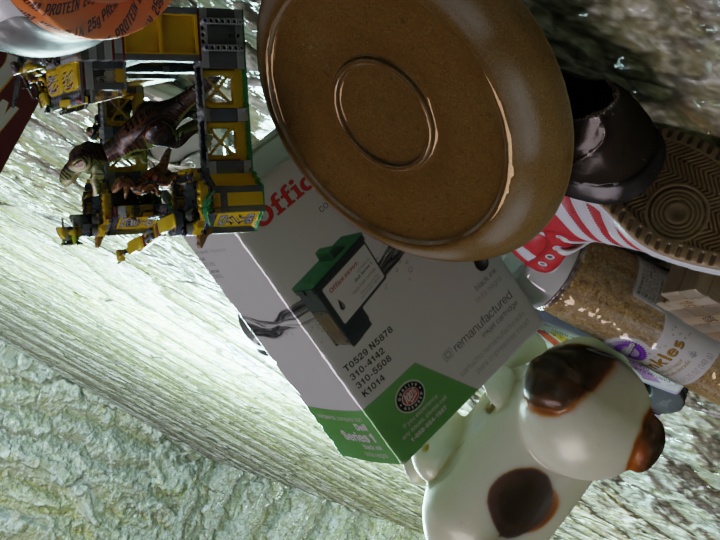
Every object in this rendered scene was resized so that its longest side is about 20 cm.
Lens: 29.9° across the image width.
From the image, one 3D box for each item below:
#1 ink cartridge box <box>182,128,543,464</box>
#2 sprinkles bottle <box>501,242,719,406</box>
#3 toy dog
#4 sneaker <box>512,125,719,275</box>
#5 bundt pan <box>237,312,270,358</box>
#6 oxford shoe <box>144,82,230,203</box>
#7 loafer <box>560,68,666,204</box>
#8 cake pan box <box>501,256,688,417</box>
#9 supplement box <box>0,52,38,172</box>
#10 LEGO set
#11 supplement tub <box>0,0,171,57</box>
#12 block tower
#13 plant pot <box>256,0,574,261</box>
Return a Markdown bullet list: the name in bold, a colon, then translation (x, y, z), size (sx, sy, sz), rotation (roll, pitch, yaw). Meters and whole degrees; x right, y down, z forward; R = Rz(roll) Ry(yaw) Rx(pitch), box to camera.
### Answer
- **ink cartridge box**: translation (0.000, 0.000, 0.862), size (0.200, 0.146, 0.084), rotation (55, 156, -17)
- **sprinkles bottle**: translation (0.194, 0.029, 0.929), size (0.200, 0.068, 0.068), rotation (27, 165, -12)
- **toy dog**: translation (0.124, 0.124, 0.982), size (0.139, 0.194, 0.200), rotation (39, 129, -4)
- **sneaker**: translation (0.149, -0.033, 0.783), size (0.200, 0.071, 0.113), rotation (26, 163, 26)
- **bundt pan**: translation (-0.043, 0.070, 1.423), size (0.201, 0.076, 0.202), rotation (23, 164, 7)
- **oxford shoe**: translation (-0.142, -0.092, 1.067), size (0.075, 0.058, 0.200), rotation (24, 163, 11)
- **loafer**: translation (0.067, -0.096, 0.727), size (0.200, 0.073, 0.071), rotation (13, 149, 28)
- **cake pan box**: translation (0.171, 0.055, 1.089), size (0.200, 0.052, 0.184), rotation (22, 167, 8)
- **supplement box**: translation (-0.299, -0.126, 0.920), size (0.133, 0.198, 0.200), rotation (30, 163, -20)
- **LEGO set**: translation (-0.147, -0.079, 0.763), size (0.116, 0.154, 0.200), rotation (-5, -169, -33)
- **supplement tub**: translation (-0.175, -0.166, 0.630), size (0.200, 0.123, 0.123), rotation (19, 165, 43)
- **block tower**: translation (0.280, 0.038, 0.856), size (0.200, 0.058, 0.054), rotation (32, 164, -18)
- **plant pot**: translation (0.017, -0.086, 0.702), size (0.200, 0.027, 0.200), rotation (26, 136, 28)
